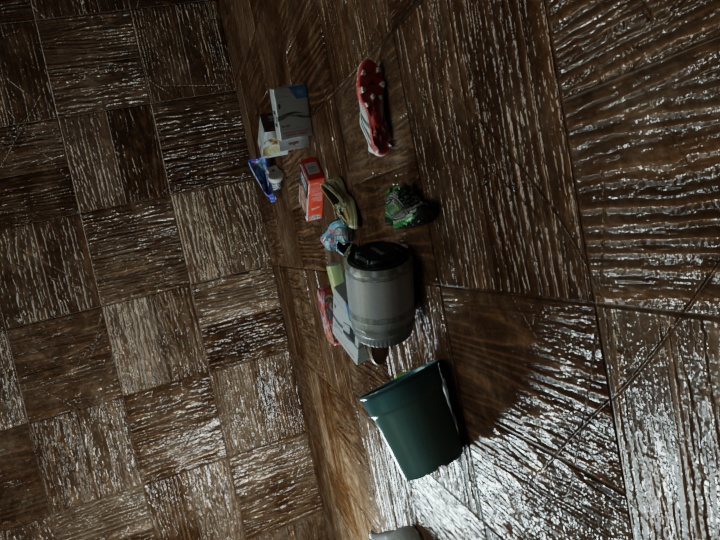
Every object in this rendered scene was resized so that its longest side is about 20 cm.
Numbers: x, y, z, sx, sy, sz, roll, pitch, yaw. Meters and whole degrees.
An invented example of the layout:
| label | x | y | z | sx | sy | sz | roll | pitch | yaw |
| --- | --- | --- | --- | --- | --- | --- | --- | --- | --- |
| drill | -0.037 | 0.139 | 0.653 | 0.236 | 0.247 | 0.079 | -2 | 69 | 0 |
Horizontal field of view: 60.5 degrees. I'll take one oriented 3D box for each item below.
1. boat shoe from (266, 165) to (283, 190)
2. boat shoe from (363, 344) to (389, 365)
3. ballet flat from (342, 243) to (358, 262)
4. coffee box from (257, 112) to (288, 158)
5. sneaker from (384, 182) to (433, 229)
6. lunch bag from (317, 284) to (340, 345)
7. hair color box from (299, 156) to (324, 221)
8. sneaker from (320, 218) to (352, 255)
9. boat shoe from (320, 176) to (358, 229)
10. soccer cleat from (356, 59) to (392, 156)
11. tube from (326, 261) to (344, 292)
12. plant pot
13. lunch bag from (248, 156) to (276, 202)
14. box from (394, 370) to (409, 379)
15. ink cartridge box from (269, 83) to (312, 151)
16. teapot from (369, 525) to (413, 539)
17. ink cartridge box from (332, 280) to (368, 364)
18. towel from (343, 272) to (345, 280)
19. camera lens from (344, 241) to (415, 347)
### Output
| label | x | y | z | sx | sy | sz | roll | pitch | yaw |
| --- | --- | --- | --- | --- | --- | --- | --- | --- | --- |
| boat shoe | -0.372 | -0.395 | 2.739 | 0.201 | 0.072 | 0.095 | -116 | 12 | -63 |
| boat shoe | 0.048 | 0.175 | 1.661 | 0.068 | 0.070 | 0.206 | -130 | 31 | -60 |
| ballet flat | 0.000 | 0.000 | 1.727 | 0.203 | 0.066 | 0.077 | -113 | 34 | -41 |
| coffee box | -0.335 | -0.528 | 2.407 | 0.200 | 0.111 | 0.082 | 122 | 132 | -67 |
| sneaker | 0.089 | -0.133 | 1.266 | 0.200 | 0.076 | 0.088 | -151 | 50 | -70 |
| lunch bag | -0.099 | 0.153 | 2.153 | 0.176 | 0.079 | 0.207 | -174 | 72 | -74 |
| hair color box | -0.168 | -0.275 | 2.101 | 0.203 | 0.059 | 0.103 | 98 | 154 | -53 |
| sneaker | -0.069 | -0.084 | 1.867 | 0.200 | 0.077 | 0.098 | 126 | 127 | -70 |
| boat shoe | -0.058 | -0.189 | 1.771 | 0.075 | 0.061 | 0.202 | 93 | 157 | -44 |
| soccer cleat | 0.023 | -0.353 | 1.354 | 0.085 | 0.067 | 0.206 | -157 | 52 | -66 |
| tube | -0.065 | 0.078 | 1.970 | 0.050 | 0.058 | 0.207 | -5 | 104 | 30 |
| plant pot | 0.119 | 0.329 | 1.342 | 0.201 | 0.195 | 0.200 | 67 | 163 | 8 |
| lunch bag | -0.445 | -0.418 | 2.891 | 0.151 | 0.091 | 0.206 | 118 | 134 | -88 |
| box | 0.132 | 0.372 | 1.562 | 0.123 | 0.046 | 0.204 | 101 | 152 | -57 |
| ink cartridge box | -0.223 | -0.498 | 2.027 | 0.067 | 0.112 | 0.207 | -143 | 42 | -64 |
| teapot | 0.119 | 0.869 | 1.820 | 0.200 | 0.142 | 0.204 | 146 | 110 | -72 |
| ink cartridge box | -0.013 | 0.148 | 1.791 | 0.145 | 0.082 | 0.204 | 48 | 150 | 35 |
| towel | -0.024 | 0.050 | 1.912 | 0.201 | 0.023 | 0.151 | 117 | 139 | -67 |
| camera lens | 0.046 | 0.048 | 1.408 | 0.160 | 0.155 | 0.206 | -132 | 32 | -59 |
